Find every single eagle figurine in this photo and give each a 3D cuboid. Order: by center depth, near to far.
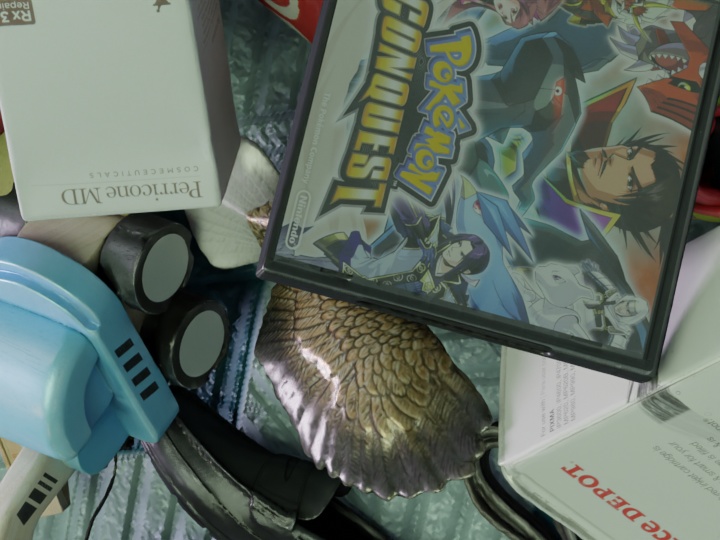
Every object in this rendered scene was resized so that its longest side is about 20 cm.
[{"bbox_3d":[0.007,-0.003,1.409,0.151,0.200,0.152,-36,109,9],"label":"eagle figurine"}]

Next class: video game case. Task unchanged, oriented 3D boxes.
[{"bbox_3d":[0.064,-0.070,1.296,0.180,0.026,0.201,15,79,-8],"label":"video game case"}]

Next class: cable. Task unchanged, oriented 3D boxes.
[{"bbox_3d":[0.112,0.170,1.485,0.097,0.050,0.201,-16,99,30],"label":"cable"}]

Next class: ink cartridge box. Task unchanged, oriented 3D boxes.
[{"bbox_3d":[0.182,0.057,1.356,0.200,0.085,0.145,-31,129,31],"label":"ink cartridge box"}]

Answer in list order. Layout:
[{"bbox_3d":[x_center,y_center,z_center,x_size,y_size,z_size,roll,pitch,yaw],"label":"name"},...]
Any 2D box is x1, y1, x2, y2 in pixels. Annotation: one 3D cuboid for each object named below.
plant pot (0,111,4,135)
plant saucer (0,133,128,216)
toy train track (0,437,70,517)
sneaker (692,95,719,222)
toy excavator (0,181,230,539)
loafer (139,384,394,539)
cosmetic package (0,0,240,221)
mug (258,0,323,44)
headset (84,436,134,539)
[{"bbox_3d":[-0.211,-0.156,1.466,0.177,0.200,0.201,-31,90,12],"label":"plant pot"},{"bbox_3d":[-0.202,-0.035,1.602,0.199,0.031,0.201,9,109,26],"label":"plant saucer"},{"bbox_3d":[-0.200,0.037,1.592,0.114,0.033,0.201,-15,105,24],"label":"toy train track"},{"bbox_3d":[0.149,-0.058,1.370,0.199,0.090,0.079,-7,103,30],"label":"sneaker"},{"bbox_3d":[-0.158,0.082,1.492,0.100,0.200,0.195,21,152,32],"label":"toy excavator"},{"bbox_3d":[-0.032,0.126,1.543,0.200,0.068,0.070,43,112,5],"label":"loafer"},{"bbox_3d":[-0.119,-0.127,1.355,0.101,0.074,0.201,-4,118,9],"label":"cosmetic package"},{"bbox_3d":[-0.026,-0.212,1.418,0.200,0.178,0.134,37,156,18],"label":"mug"},{"bbox_3d":[-0.116,0.182,1.571,0.094,0.123,0.201,-32,71,54],"label":"headset"}]
